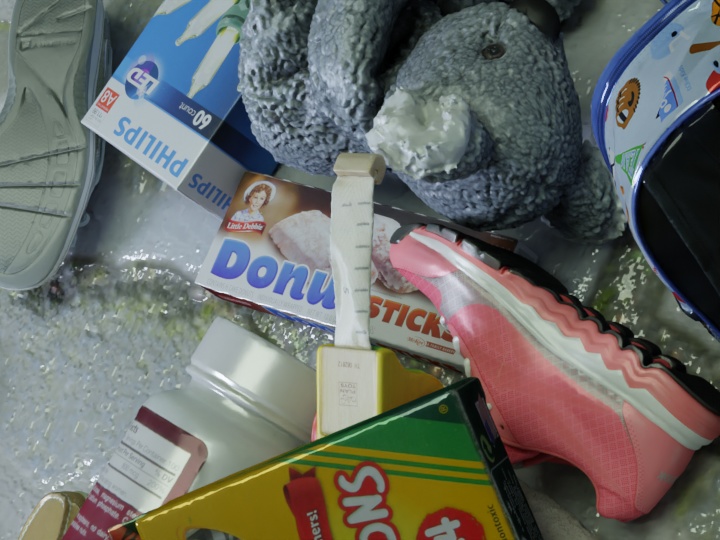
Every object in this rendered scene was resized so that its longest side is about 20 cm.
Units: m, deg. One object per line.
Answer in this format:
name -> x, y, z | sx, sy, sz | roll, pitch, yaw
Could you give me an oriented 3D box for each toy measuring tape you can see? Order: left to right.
toy measuring tape -> 0.013, 0.042, 1.163 | 0.073, 0.073, 0.201 | 6, 99, 39

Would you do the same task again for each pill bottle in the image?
pill bottle -> -0.083, 0.132, 1.224 | 0.114, 0.114, 0.201 | 27, 84, 43

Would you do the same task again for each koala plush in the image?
koala plush -> 0.044, -0.089, 1.222 | 0.184, 0.177, 0.200 | -55, 46, 15

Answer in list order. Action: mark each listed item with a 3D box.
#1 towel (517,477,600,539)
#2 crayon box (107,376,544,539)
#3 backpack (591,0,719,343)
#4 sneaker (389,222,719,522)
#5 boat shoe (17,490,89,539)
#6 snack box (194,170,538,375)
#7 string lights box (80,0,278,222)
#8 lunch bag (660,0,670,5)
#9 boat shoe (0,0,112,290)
towel -> 0.024, 0.181, 1.171 | 0.200, 0.034, 0.132 | -52, 48, 0
crayon box -> -0.016, 0.145, 1.115 | 0.199, 0.051, 0.128 | -24, 89, 16
backpack -> 0.199, -0.053, 1.059 | 0.200, 0.190, 0.154 | -39, 43, 14
sneaker -> 0.077, 0.047, 1.166 | 0.200, 0.074, 0.087 | 36, 99, 31
boat shoe -> -0.192, 0.205, 1.282 | 0.072, 0.076, 0.201 | -16, 54, 55
snack box -> 0.000, 0.000, 1.293 | 0.199, 0.024, 0.072 | 16, 78, 41
string lights box -> -0.060, -0.136, 1.389 | 0.103, 0.059, 0.200 | 33, 89, 42
lunch bag -> 0.221, -0.190, 1.169 | 0.200, 0.123, 0.170 | -51, 45, 22
boat shoe -> -0.184, -0.080, 1.459 | 0.074, 0.065, 0.203 | -1, 70, 15
